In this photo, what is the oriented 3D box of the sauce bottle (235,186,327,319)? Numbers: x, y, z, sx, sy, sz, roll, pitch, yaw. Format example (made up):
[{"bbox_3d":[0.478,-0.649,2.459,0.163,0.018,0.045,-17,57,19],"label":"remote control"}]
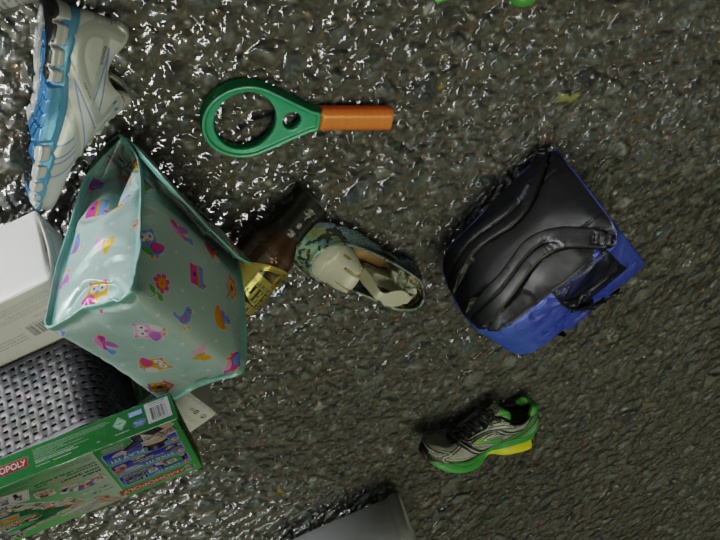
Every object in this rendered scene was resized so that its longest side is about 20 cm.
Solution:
[{"bbox_3d":[-0.115,-0.001,0.961,0.201,0.065,0.065,-49,133,0],"label":"sauce bottle"}]

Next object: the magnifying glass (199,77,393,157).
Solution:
[{"bbox_3d":[-0.061,-0.151,0.904,0.196,0.023,0.081,-5,131,-21],"label":"magnifying glass"}]

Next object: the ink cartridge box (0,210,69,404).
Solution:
[{"bbox_3d":[-0.323,0.049,0.895,0.143,0.086,0.201,-24,149,-1],"label":"ink cartridge box"}]

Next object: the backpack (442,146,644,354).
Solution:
[{"bbox_3d":[0.210,0.001,1.060,0.199,0.164,0.167,-40,137,14],"label":"backpack"}]

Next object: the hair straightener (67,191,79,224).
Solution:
[{"bbox_3d":[-0.235,-0.001,0.923,0.040,0.078,0.202,-23,135,2],"label":"hair straightener"}]

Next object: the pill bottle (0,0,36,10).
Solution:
[{"bbox_3d":[-0.244,-0.257,0.663,0.196,0.114,0.115,-17,135,-9],"label":"pill bottle"}]

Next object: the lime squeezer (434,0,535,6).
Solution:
[{"bbox_3d":[0.164,-0.300,0.867,0.199,0.038,0.071,-37,103,13],"label":"lime squeezer"}]

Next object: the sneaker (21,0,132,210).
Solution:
[{"bbox_3d":[-0.248,-0.135,0.804,0.085,0.076,0.202,-1,133,-34],"label":"sneaker"}]

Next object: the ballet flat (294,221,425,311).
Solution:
[{"bbox_3d":[0.000,0.000,1.034,0.197,0.075,0.075,17,122,-34],"label":"ballet flat"}]

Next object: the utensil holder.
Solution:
[{"bbox_3d":[-0.004,0.453,1.371,0.196,0.172,0.172,-21,135,-2],"label":"utensil holder"}]

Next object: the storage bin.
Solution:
[{"bbox_3d":[-0.324,0.164,0.899,0.196,0.095,0.136,-24,152,-2],"label":"storage bin"}]

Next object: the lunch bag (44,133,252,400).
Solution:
[{"bbox_3d":[-0.188,-0.008,0.856,0.120,0.203,0.171,-19,140,22],"label":"lunch bag"}]

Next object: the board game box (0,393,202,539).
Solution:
[{"bbox_3d":[-0.258,0.190,0.867,0.196,0.029,0.135,-20,152,-10],"label":"board game box"}]

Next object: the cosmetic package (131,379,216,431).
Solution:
[{"bbox_3d":[-0.270,0.162,1.035,0.198,0.108,0.085,-35,136,8],"label":"cosmetic package"}]

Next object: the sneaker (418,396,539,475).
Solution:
[{"bbox_3d":[0.171,0.228,1.320,0.196,0.078,0.087,-15,129,-23],"label":"sneaker"}]
